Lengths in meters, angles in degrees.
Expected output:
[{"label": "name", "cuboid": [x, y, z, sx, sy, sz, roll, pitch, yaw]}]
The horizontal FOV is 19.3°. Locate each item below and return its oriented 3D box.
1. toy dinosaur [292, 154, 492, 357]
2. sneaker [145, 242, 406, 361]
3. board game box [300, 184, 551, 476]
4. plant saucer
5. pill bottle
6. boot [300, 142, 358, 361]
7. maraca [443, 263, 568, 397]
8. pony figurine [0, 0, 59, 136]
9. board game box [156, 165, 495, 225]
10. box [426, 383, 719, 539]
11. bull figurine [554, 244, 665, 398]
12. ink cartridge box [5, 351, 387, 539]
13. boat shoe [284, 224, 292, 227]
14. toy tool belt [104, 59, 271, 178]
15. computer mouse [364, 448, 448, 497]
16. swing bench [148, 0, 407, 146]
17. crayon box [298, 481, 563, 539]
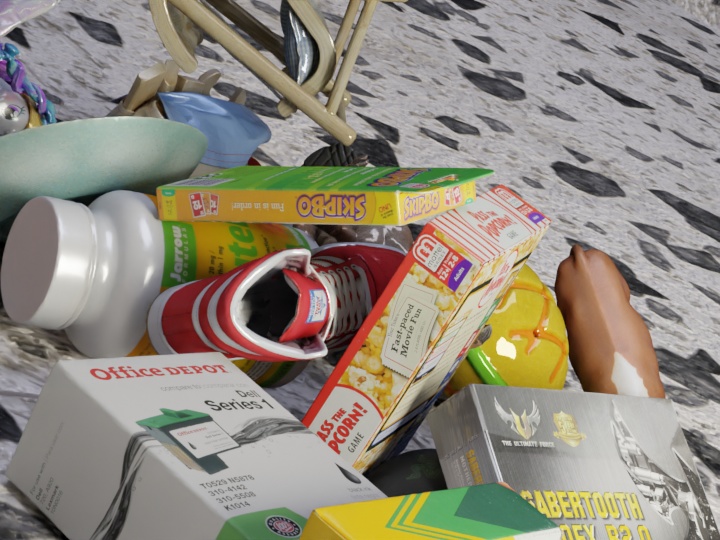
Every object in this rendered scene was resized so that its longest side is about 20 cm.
[{"label": "toy dinosaur", "cuboid": [0.000, 0.000, 1.507, 0.085, 0.137, 0.200, -25, 21, -19]}, {"label": "sneaker", "cuboid": [-0.024, 0.018, 1.329, 0.199, 0.072, 0.112, -13, 0, -34]}, {"label": "board game box", "cuboid": [0.035, 0.048, 1.364, 0.046, 0.201, 0.151, 36, 21, 11]}, {"label": "plant saucer", "cuboid": [-0.198, -0.052, 1.436, 0.200, 0.200, 0.039, 2, 71, -48]}, {"label": "pill bottle", "cuboid": [-0.130, 0.010, 1.394, 0.199, 0.112, 0.111, 12, 24, -34]}, {"label": "boot", "cuboid": [0.016, 0.009, 1.624, 0.132, 0.069, 0.201, 51, 27, -54]}, {"label": "maraca", "cuboid": [0.106, 0.064, 1.556, 0.201, 0.107, 0.137, 58, 21, 4]}, {"label": "pony figurine", "cuboid": [-0.312, -0.188, 1.623, 0.200, 0.166, 0.194, 36, 36, -39]}, {"label": "board game box", "cuboid": [-0.021, -0.048, 1.325, 0.199, 0.030, 0.095, -1, 10, 33]}, {"label": "box", "cuboid": [0.147, 0.157, 1.352, 0.199, 0.048, 0.160, 8, 56, -42]}, {"label": "bull figurine", "cuboid": [0.193, 0.080, 1.602, 0.122, 0.065, 0.202, 67, 11, -70]}, {"label": "ink cartridge box", "cuboid": [-0.079, 0.133, 1.184, 0.200, 0.085, 0.146, 38, 22, 31]}, {"label": "boat shoe", "cuboid": [-0.085, -0.020, 1.595, 0.071, 0.069, 0.200, -5, 4, 16]}, {"label": "toy tool belt", "cuboid": [-0.127, -0.104, 1.669, 0.125, 0.124, 0.199, 37, 22, 29]}, {"label": "computer mouse", "cuboid": [0.084, 0.152, 1.385, 0.199, 0.053, 0.139, 12, 25, -35]}, {"label": "swing bench", "cuboid": [-0.078, -0.207, 1.667, 0.199, 0.131, 0.199, 20, 11, -6]}, {"label": "crayon box", "cuboid": [0.009, 0.182, 1.105, 0.051, 0.128, 0.199, 37, 22, 32]}]
